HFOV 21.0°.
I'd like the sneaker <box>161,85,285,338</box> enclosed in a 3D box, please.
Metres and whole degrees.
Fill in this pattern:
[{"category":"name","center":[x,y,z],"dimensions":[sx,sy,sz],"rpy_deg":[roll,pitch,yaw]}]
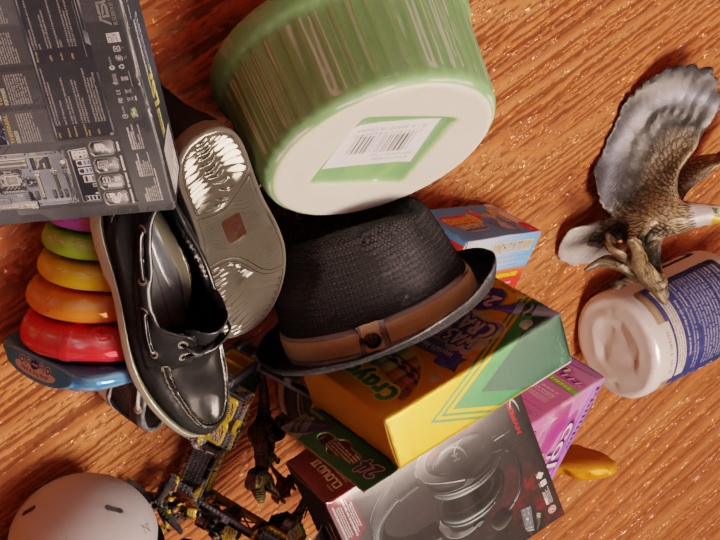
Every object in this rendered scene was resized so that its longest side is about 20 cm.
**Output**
[{"category":"sneaker","center":[-0.116,-0.049,1.424],"dimensions":[0.075,0.106,0.201],"rpy_deg":[-27,134,-20]}]

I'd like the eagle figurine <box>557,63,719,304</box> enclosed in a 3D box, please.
[{"category":"eagle figurine","center":[0.288,-0.075,1.847],"dimensions":[0.152,0.150,0.201],"rpy_deg":[136,-28,-64]}]

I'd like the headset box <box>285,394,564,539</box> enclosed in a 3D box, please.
[{"category":"headset box","center":[0.045,0.178,1.539],"dimensions":[0.200,0.077,0.149],"rpy_deg":[-32,124,-15]}]

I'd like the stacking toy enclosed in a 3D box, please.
[{"category":"stacking toy","center":[-0.189,-0.021,1.391],"dimensions":[0.109,0.116,0.201],"rpy_deg":[-14,115,-44]}]

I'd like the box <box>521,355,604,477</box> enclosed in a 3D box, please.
[{"category":"box","center":[0.111,0.164,1.740],"dimensions":[0.200,0.096,0.176],"rpy_deg":[-22,140,-63]}]

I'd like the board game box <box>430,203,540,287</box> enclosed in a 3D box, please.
[{"category":"board game box","center":[0.063,0.044,1.677],"dimensions":[0.196,0.056,0.200],"rpy_deg":[-66,161,13]}]

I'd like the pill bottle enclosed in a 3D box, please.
[{"category":"pill bottle","center":[0.324,0.045,1.959],"dimensions":[0.199,0.111,0.111],"rpy_deg":[-22,132,-35]}]

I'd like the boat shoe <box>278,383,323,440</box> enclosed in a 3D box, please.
[{"category":"boat shoe","center":[-0.013,0.143,1.714],"dimensions":[0.073,0.063,0.200],"rpy_deg":[-39,138,-15]}]

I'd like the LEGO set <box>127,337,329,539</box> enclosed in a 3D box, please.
[{"category":"LEGO set","center":[-0.093,0.157,1.565],"dimensions":[0.200,0.154,0.116],"rpy_deg":[-57,171,21]}]

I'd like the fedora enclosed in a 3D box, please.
[{"category":"fedora","center":[0.000,0.000,1.480],"dimensions":[0.200,0.200,0.092],"rpy_deg":[-32,109,-27]}]

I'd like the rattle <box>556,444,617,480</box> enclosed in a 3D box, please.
[{"category":"rattle","center":[0.160,0.249,1.921],"dimensions":[0.201,0.142,0.130],"rpy_deg":[-65,160,3]}]

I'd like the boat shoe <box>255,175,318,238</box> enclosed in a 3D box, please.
[{"category":"boat shoe","center":[-0.038,-0.060,1.533],"dimensions":[0.072,0.067,0.201],"rpy_deg":[27,96,-52]}]

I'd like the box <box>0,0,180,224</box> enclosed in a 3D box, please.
[{"category":"box","center":[-0.211,-0.120,1.250],"dimensions":[0.157,0.051,0.201],"rpy_deg":[-6,132,6]}]

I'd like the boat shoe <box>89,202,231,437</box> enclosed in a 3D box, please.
[{"category":"boat shoe","center":[-0.124,0.030,1.357],"dimensions":[0.074,0.066,0.200],"rpy_deg":[-33,116,-45]}]

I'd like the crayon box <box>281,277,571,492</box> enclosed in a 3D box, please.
[{"category":"crayon box","center":[0.045,0.077,1.490],"dimensions":[0.200,0.126,0.052],"rpy_deg":[-31,124,-21]}]

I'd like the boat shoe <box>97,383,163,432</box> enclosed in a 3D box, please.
[{"category":"boat shoe","center":[-0.140,0.028,1.490],"dimensions":[0.073,0.068,0.200],"rpy_deg":[14,106,-51]}]

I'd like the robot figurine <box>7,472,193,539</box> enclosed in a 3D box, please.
[{"category":"robot figurine","center":[-0.207,0.253,1.538],"dimensions":[0.150,0.125,0.201],"rpy_deg":[-33,135,-24]}]

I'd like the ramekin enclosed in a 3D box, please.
[{"category":"ramekin","center":[0.000,-0.125,1.399],"dimensions":[0.199,0.098,0.200],"rpy_deg":[-18,156,-8]}]
